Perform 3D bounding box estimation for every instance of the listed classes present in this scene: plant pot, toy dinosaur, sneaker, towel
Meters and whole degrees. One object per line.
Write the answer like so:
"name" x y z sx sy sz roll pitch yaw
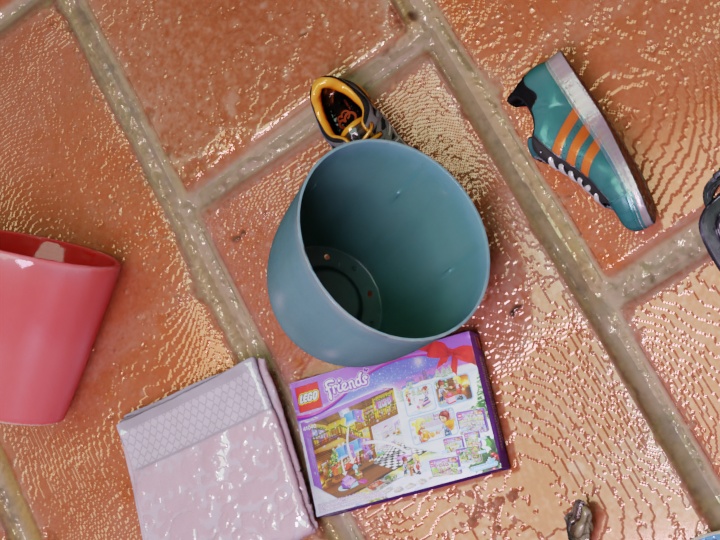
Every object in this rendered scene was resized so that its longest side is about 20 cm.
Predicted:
"plant pot" 0.000 0.000 1.396 0.161 0.199 0.203 -42 62 55
"toy dinosaur" 0.205 0.319 1.345 0.088 0.047 0.202 14 86 44
"sneaker" 0.011 -0.120 1.478 0.078 0.077 0.200 -44 71 6
"sneaker" 0.213 -0.112 1.410 0.080 0.071 0.201 -34 66 16
"towel" -0.153 0.210 1.490 0.199 0.032 0.193 -26 73 25
"plant pot" -0.365 0.059 1.534 0.198 0.200 0.180 14 95 22

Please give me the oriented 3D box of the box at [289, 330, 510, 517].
"box" 0.037 0.153 1.441 0.198 0.039 0.138 -17 76 17

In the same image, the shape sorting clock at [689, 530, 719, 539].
"shape sorting clock" 0.336 0.332 1.289 0.198 0.039 0.203 -6 75 26

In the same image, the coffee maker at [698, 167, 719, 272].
"coffee maker" 0.357 -0.025 1.267 0.191 0.200 0.135 36 93 22
